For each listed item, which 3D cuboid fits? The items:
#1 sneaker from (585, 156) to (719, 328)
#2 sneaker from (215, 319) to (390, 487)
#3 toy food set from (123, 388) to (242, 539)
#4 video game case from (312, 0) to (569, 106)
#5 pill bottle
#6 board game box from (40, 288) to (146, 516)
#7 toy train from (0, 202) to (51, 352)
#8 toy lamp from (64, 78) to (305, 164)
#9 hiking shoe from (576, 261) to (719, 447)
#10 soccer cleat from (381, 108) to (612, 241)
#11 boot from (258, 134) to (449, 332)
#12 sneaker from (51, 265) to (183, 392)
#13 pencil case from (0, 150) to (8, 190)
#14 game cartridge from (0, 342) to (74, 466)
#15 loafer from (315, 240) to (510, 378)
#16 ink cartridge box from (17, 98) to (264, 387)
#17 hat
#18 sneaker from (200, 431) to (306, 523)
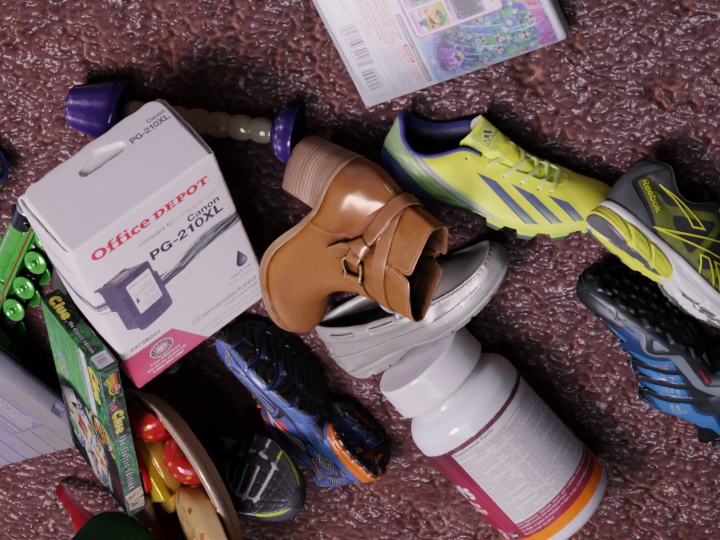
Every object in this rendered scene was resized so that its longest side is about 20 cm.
[{"bbox_3d":[0.273,-0.016,1.595,0.200,0.074,0.085,36,84,-29],"label":"sneaker"},{"bbox_3d":[-0.064,0.128,1.785,0.078,0.075,0.200,-32,107,34],"label":"sneaker"},{"bbox_3d":[-0.170,0.198,1.775,0.201,0.048,0.198,61,158,-3],"label":"toy food set"},{"bbox_3d":[0.043,-0.241,1.547,0.181,0.024,0.201,-17,115,24],"label":"video game case"},{"bbox_3d":[0.114,0.143,1.719,0.109,0.110,0.200,-34,108,31],"label":"pill bottle"},{"bbox_3d":[-0.230,0.117,1.718,0.105,0.023,0.201,49,155,35],"label":"board game box"},{"bbox_3d":[-0.318,0.013,1.804,0.056,0.042,0.201,34,125,6],"label":"toy train"},{"bbox_3d":[-0.148,-0.124,1.655,0.199,0.058,0.059,10,124,11],"label":"toy lamp"},{"bbox_3d":[0.249,0.076,1.660,0.200,0.075,0.087,38,123,-9],"label":"hiking shoe"},{"bbox_3d":[0.113,-0.081,1.605,0.199,0.065,0.084,13,122,8],"label":"soccer cleat"},{"bbox_3d":[0.000,0.000,1.642,0.155,0.076,0.201,34,127,29],"label":"boot"},{"bbox_3d":[-0.212,0.031,1.764,0.113,0.076,0.200,5,126,11],"label":"sneaker"},{"bbox_3d":[-0.375,-0.031,1.765,0.087,0.078,0.201,41,127,17],"label":"pencil case"},{"bbox_3d":[-0.354,0.111,1.836,0.129,0.039,0.200,-20,136,29],"label":"game cartridge"},{"bbox_3d":[0.042,0.026,1.689,0.200,0.070,0.070,-34,114,32],"label":"loafer"},{"bbox_3d":[-0.173,-0.020,1.630,0.084,0.144,0.200,45,165,34],"label":"ink cartridge box"},{"bbox_3d":[-0.210,0.237,1.820,0.199,0.177,0.166,11,137,4],"label":"hat"},{"bbox_3d":[-0.091,0.193,1.799,0.081,0.074,0.200,31,171,-24],"label":"sneaker"}]
